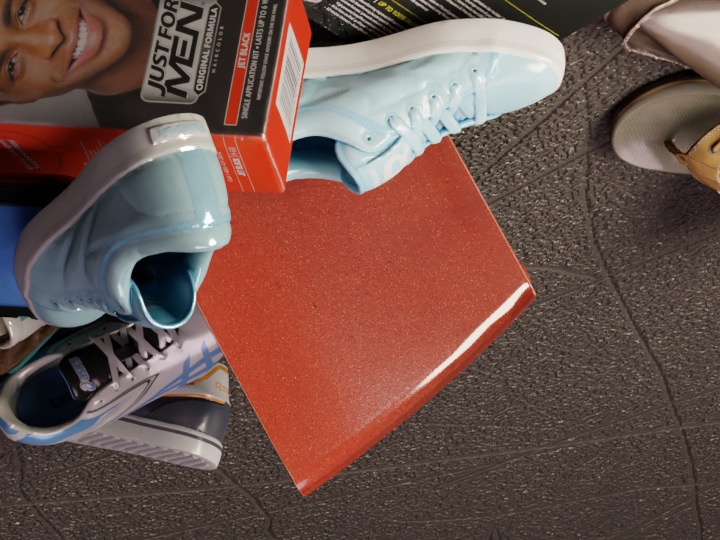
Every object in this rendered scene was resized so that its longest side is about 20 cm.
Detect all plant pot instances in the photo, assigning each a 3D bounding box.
[{"bbox_3d":[0.000,0.000,1.290,0.175,0.201,0.200,-30,176,3],"label":"plant pot"}]

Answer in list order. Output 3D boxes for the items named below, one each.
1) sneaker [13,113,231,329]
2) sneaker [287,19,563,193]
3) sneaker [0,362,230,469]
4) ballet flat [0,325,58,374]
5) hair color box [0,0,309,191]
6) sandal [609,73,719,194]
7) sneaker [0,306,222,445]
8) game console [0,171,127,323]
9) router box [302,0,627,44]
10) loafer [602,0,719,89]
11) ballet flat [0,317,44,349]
[{"bbox_3d":[-0.122,0.001,1.069,0.073,0.083,0.200,-9,160,-27],"label":"sneaker"},{"bbox_3d":[0.017,-0.080,1.169,0.198,0.083,0.074,-9,154,7],"label":"sneaker"},{"bbox_3d":[-0.186,0.087,1.545,0.198,0.080,0.079,11,164,14],"label":"sneaker"},{"bbox_3d":[-0.210,0.005,1.407,0.072,0.068,0.199,33,136,-27],"label":"ballet flat"},{"bbox_3d":[-0.133,-0.103,1.115,0.198,0.102,0.061,3,154,11],"label":"hair color box"},{"bbox_3d":[0.254,-0.072,1.358,0.198,0.055,0.082,15,138,15],"label":"sandal"},{"bbox_3d":[-0.164,0.062,1.463,0.199,0.072,0.072,-31,177,6],"label":"sneaker"},{"bbox_3d":[-0.224,0.028,1.164,0.173,0.118,0.200,-53,162,-16],"label":"game console"},{"bbox_3d":[0.044,-0.177,1.162,0.148,0.051,0.199,-28,145,29],"label":"router box"},{"bbox_3d":[0.237,-0.139,1.281,0.198,0.072,0.073,6,147,-28],"label":"loafer"},{"bbox_3d":[-0.290,0.034,1.378,0.198,0.070,0.069,-10,154,26],"label":"ballet flat"}]
